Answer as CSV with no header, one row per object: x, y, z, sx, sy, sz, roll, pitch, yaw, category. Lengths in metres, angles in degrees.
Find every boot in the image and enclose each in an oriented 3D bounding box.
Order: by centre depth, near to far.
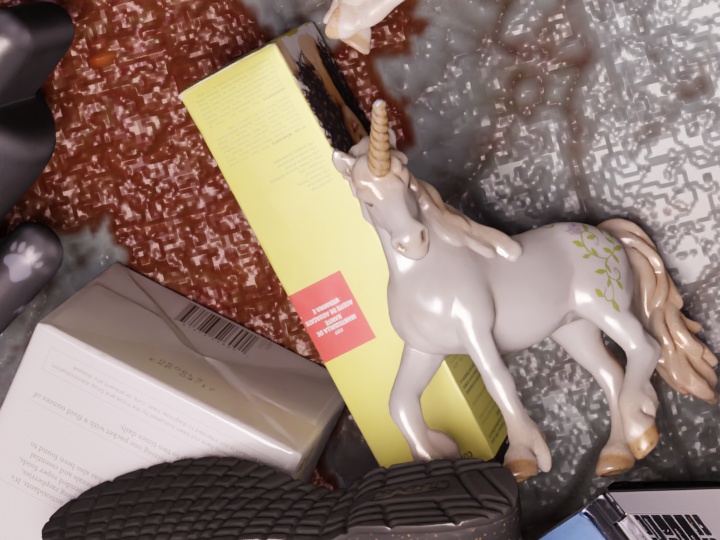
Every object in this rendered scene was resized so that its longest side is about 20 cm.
-0.022,0.144,1.127,0.199,0.070,0.132,0,117,24,boot

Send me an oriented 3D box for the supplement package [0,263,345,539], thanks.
-0.105,0.120,1.233,0.121,0.120,0.201,27,105,4,supplement package

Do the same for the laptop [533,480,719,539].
0.125,0.188,1.128,0.116,0.200,0.188,-41,97,-16,laptop

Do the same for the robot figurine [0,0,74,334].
-0.205,-0.046,1.219,0.200,0.125,0.150,-49,47,16,robot figurine

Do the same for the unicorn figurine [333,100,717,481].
0.054,0.015,1.150,0.074,0.200,0.138,-21,78,35,unicorn figurine

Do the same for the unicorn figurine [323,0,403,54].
0.015,-0.158,1.170,0.200,0.074,0.138,34,96,9,unicorn figurine

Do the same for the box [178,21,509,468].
0.000,0.000,1.211,0.050,0.075,0.201,-26,97,16,box
